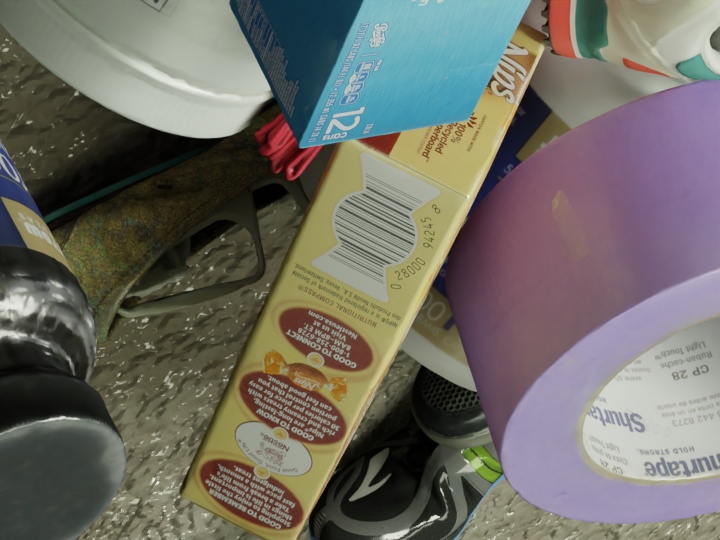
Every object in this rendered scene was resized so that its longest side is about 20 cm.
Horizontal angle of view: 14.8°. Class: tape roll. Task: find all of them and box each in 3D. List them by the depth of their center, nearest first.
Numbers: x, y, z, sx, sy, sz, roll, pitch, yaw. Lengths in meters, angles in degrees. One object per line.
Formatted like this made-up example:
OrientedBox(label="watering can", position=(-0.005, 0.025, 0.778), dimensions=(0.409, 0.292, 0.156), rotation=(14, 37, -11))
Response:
OrientedBox(label="tape roll", position=(0.139, 0.015, 1.114), dimensions=(0.198, 0.085, 0.201), rotation=(-12, 147, -8))

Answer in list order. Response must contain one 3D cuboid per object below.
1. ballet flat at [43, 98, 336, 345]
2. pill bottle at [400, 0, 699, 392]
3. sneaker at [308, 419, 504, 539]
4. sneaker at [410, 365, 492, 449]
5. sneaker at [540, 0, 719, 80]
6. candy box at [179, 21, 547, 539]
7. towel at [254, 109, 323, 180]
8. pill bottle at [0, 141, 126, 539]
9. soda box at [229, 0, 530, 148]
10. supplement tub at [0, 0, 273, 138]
OrientedBox(label="ballet flat", position=(-0.043, -0.033, 1.159), dimensions=(0.199, 0.071, 0.071), rotation=(-30, 148, -5))
OrientedBox(label="pill bottle", position=(0.088, -0.054, 1.200), dimensions=(0.119, 0.120, 0.200), rotation=(10, 128, -47))
OrientedBox(label="sneaker", position=(0.055, 0.079, 1.402), dimensions=(0.199, 0.071, 0.083), rotation=(-31, 143, -12))
OrientedBox(label="sneaker", position=(0.092, -0.004, 1.315), dimensions=(0.199, 0.076, 0.114), rotation=(-38, 146, 2))
OrientedBox(label="sneaker", position=(0.118, -0.139, 0.985), dimensions=(0.200, 0.093, 0.071), rotation=(89, 23, -55))
OrientedBox(label="candy box", position=(0.000, 0.000, 1.076), dimensions=(0.201, 0.055, 0.116), rotation=(-63, 178, 40))
OrientedBox(label="towel", position=(0.024, -0.121, 1.038), dimensions=(0.145, 0.022, 0.200), rotation=(-49, -172, 23))
OrientedBox(label="pill bottle", position=(-0.161, 0.008, 0.988), dimensions=(0.111, 0.201, 0.112), rotation=(-22, 146, -16))
OrientedBox(label="soda box", position=(0.025, -0.126, 0.839), dimensions=(0.067, 0.064, 0.200), rotation=(-10, 149, -28))
OrientedBox(label="supplement tub", position=(-0.034, -0.160, 0.946), dimensions=(0.131, 0.132, 0.200), rotation=(6, 131, -45))
